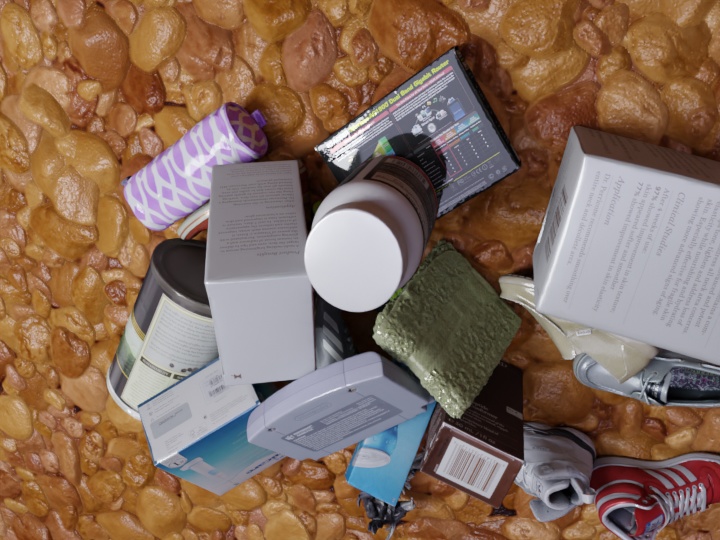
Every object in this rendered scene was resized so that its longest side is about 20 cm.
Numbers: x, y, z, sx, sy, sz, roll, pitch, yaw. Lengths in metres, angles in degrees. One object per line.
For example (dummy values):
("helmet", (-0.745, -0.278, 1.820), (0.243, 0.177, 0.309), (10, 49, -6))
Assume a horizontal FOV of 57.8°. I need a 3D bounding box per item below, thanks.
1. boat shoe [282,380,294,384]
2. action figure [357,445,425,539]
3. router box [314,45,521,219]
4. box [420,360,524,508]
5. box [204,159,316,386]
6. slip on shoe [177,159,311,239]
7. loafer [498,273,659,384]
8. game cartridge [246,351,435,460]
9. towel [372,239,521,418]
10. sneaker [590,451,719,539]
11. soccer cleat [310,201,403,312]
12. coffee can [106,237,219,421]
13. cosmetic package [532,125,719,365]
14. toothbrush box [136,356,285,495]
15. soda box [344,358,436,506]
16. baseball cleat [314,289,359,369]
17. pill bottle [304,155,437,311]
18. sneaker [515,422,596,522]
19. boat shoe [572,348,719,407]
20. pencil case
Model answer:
("boat shoe", (-0.065, 0.125, 0.888), (0.195, 0.065, 0.074), (17, 80, 3))
("action figure", (0.039, 0.275, 0.893), (0.099, 0.119, 0.206), (-11, 101, 22))
("router box", (0.066, -0.138, 0.763), (0.197, 0.062, 0.152), (-30, 101, 21))
("box", (0.140, 0.175, 0.784), (0.098, 0.200, 0.077), (24, 112, 3))
("box", (-0.109, -0.002, 0.729), (0.103, 0.203, 0.155), (-4, 132, -7))
("slip on shoe", (-0.150, -0.077, 0.837), (0.195, 0.074, 0.062), (-21, 107, 15))
("loafer", (0.246, 0.067, 0.768), (0.197, 0.075, 0.070), (29, 98, 18))
("game cartridge", (-0.028, 0.157, 0.738), (0.197, 0.041, 0.132), (-30, 142, 24))
("towel", (0.105, 0.062, 0.757), (0.148, 0.200, 0.037), (44, 134, 0))
("sneaker", (0.387, 0.287, 0.810), (0.194, 0.113, 0.073), (-6, 109, 16))
("soccer cleat", (0.000, 0.000, 0.831), (0.200, 0.068, 0.081), (45, 126, -5))
("coffee can", (-0.239, 0.083, 0.872), (0.144, 0.147, 0.203), (30, 114, 1))
("cosmetic package", (0.299, -0.035, 0.687), (0.195, 0.167, 0.172), (16, 113, 8))
("toothbrush box", (-0.172, 0.203, 0.849), (0.144, 0.201, 0.086), (-30, 59, -3))
("soda box", (0.049, 0.179, 0.817), (0.066, 0.064, 0.204), (24, 79, -1))
("baseball cleat", (-0.025, 0.095, 0.833), (0.103, 0.070, 0.207), (5, 92, -6))
("pill bottle", (0.014, -0.042, 0.667), (0.112, 0.200, 0.119), (5, 111, 12))
("sneaker", (0.206, 0.251, 0.841), (0.194, 0.115, 0.077), (3, 110, 13))
("boat shoe", (0.358, 0.126, 0.781), (0.195, 0.072, 0.072), (1, 110, 14))
("pencil case", (-0.208, -0.128, 0.822), (0.197, 0.086, 0.085), (-29, 97, 22))
